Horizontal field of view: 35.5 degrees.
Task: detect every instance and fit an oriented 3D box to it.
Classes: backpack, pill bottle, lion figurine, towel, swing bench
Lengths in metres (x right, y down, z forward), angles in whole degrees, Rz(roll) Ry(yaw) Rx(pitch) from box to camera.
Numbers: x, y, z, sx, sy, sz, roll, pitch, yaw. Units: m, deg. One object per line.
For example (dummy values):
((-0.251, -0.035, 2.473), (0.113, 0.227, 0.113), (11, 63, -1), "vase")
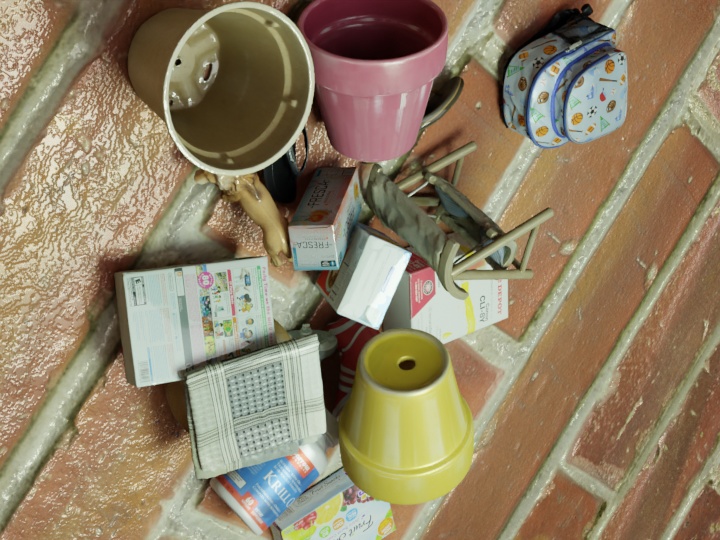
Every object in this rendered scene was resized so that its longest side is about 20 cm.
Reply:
((0.317, -0.280, 1.751), (0.189, 0.154, 0.202), (-23, 125, -15), "backpack")
((-0.119, 0.286, 1.682), (0.200, 0.112, 0.113), (-44, 129, -13), "pill bottle")
((-0.134, -0.080, 1.483), (0.200, 0.122, 0.073), (45, 82, -7), "lion figurine")
((-0.139, 0.190, 1.520), (0.191, 0.035, 0.202), (-16, 130, -19), "towel")
((0.136, -0.070, 1.647), (0.198, 0.199, 0.131), (-17, 138, -30), "swing bench")

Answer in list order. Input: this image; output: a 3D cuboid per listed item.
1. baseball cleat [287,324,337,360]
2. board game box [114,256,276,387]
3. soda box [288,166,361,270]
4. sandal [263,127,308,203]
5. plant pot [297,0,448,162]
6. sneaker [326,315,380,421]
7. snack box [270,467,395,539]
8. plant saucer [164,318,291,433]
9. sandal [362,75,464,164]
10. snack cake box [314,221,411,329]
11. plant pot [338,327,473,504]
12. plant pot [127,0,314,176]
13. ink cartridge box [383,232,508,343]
((-0.126, 0.149, 1.657), (0.198, 0.070, 0.108), (-13, 123, -21), "baseball cleat")
((-0.217, 0.064, 1.495), (0.198, 0.064, 0.150), (-7, 92, -24), "board game box")
((-0.046, -0.074, 1.536), (0.063, 0.200, 0.069), (-1, 117, 11), "soda box")
((-0.097, -0.184, 1.521), (0.076, 0.042, 0.203), (-41, 138, -60), "sandal")
((0.016, -0.256, 1.514), (0.199, 0.200, 0.180), (-26, 139, -25), "plant pot")
((-0.014, 0.143, 1.740), (0.071, 0.113, 0.201), (-13, 146, -34), "sneaker")
((-0.044, 0.412, 1.830), (0.199, 0.053, 0.144), (-29, 125, -24), "snack box")
((-0.172, 0.149, 1.570), (0.198, 0.035, 0.203), (1, 88, -21), "plant saucer")
((0.072, -0.229, 1.642), (0.199, 0.082, 0.055), (-37, 105, -10), "sandal")
((0.000, 0.000, 1.588), (0.067, 0.200, 0.116), (22, 96, -14), "snack cake box")
((0.065, 0.194, 1.597), (0.199, 0.201, 0.190), (-26, 136, -25), "plant pot")
((-0.185, -0.237, 1.360), (0.199, 0.183, 0.203), (-15, 118, -31), "plant pot")
((0.136, 0.028, 1.782), (0.198, 0.083, 0.147), (-19, 120, -30), "ink cartridge box")
